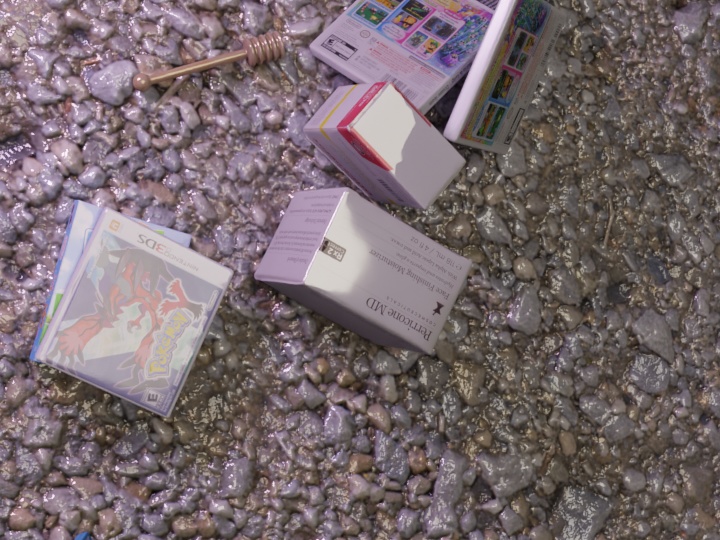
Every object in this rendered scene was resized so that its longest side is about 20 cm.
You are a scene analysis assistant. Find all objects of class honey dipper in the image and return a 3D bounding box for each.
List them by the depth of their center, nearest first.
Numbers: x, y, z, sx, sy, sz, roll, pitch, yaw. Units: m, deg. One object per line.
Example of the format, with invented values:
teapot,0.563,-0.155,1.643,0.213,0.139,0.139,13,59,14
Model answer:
honey dipper,-0.192,-0.261,1.610,0.198,0.038,0.039,-19,99,-19

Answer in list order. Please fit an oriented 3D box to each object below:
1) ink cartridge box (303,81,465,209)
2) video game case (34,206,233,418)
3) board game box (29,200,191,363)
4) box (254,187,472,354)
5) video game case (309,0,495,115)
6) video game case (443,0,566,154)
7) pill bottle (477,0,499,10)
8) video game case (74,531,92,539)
ink cartridge box,0.025,-0.159,1.611,0.145,0.200,0.084,43,81,-18
video game case,-0.273,0.053,1.558,0.181,0.023,0.202,27,82,-22
board game box,-0.307,0.031,1.575,0.149,0.037,0.203,17,85,-22
box,0.000,0.000,1.611,0.197,0.200,0.132,29,81,-21
video game case,0.062,-0.301,1.643,0.182,0.199,0.024,-45,147,-14
video game case,0.186,-0.251,1.624,0.181,0.024,0.202,1,114,-63
pill bottle,0.178,-0.376,1.718,0.106,0.106,0.202,-35,105,-17
video game case,-0.331,0.416,1.504,0.018,0.200,0.145,-20,101,11
